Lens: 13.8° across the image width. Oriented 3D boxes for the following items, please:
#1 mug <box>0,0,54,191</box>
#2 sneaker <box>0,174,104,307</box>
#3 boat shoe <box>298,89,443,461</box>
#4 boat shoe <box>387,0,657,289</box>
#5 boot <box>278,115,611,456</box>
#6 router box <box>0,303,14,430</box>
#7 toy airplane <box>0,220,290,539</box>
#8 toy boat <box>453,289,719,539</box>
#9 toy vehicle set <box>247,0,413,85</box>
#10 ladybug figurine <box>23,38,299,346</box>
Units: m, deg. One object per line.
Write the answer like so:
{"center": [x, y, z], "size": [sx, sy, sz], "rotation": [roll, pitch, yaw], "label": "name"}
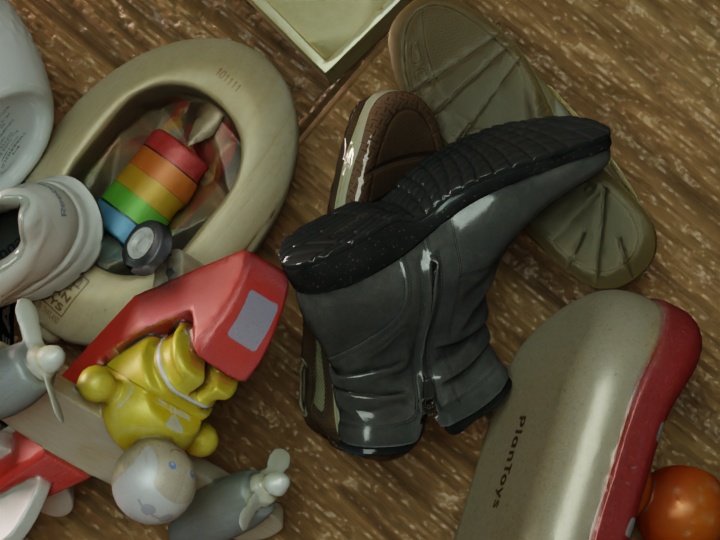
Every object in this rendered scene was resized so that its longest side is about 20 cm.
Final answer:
{"center": [-0.276, -0.096, 1.653], "size": [0.175, 0.148, 0.200], "rotation": [41, 88, 25], "label": "mug"}
{"center": [-0.233, 0.015, 1.611], "size": [0.200, 0.087, 0.075], "rotation": [-44, 73, 10], "label": "sneaker"}
{"center": [-0.005, 0.000, 1.634], "size": [0.075, 0.075, 0.203], "rotation": [11, 97, 48], "label": "boat shoe"}
{"center": [0.089, -0.068, 1.655], "size": [0.074, 0.066, 0.200], "rotation": [-38, 79, 7], "label": "boat shoe"}
{"center": [0.058, 0.008, 1.591], "size": [0.200, 0.070, 0.132], "rotation": [-26, 112, -13], "label": "boot"}
{"center": [-0.273, 0.060, 1.686], "size": [0.149, 0.051, 0.201], "rotation": [-2, 79, 6], "label": "router box"}
{"center": [-0.132, 0.087, 1.576], "size": [0.200, 0.199, 0.141], "rotation": [-9, 40, -15], "label": "toy airplane"}
{"center": [0.139, 0.114, 1.599], "size": [0.131, 0.130, 0.200], "rotation": [21, 82, -19], "label": "toy boat"}
{"center": [-0.041, -0.221, 1.723], "size": [0.124, 0.027, 0.200], "rotation": [-43, 77, -2], "label": "toy vehicle set"}
{"center": [-0.114, -0.039, 1.673], "size": [0.136, 0.072, 0.200], "rotation": [41, 87, 14], "label": "ladybug figurine"}
